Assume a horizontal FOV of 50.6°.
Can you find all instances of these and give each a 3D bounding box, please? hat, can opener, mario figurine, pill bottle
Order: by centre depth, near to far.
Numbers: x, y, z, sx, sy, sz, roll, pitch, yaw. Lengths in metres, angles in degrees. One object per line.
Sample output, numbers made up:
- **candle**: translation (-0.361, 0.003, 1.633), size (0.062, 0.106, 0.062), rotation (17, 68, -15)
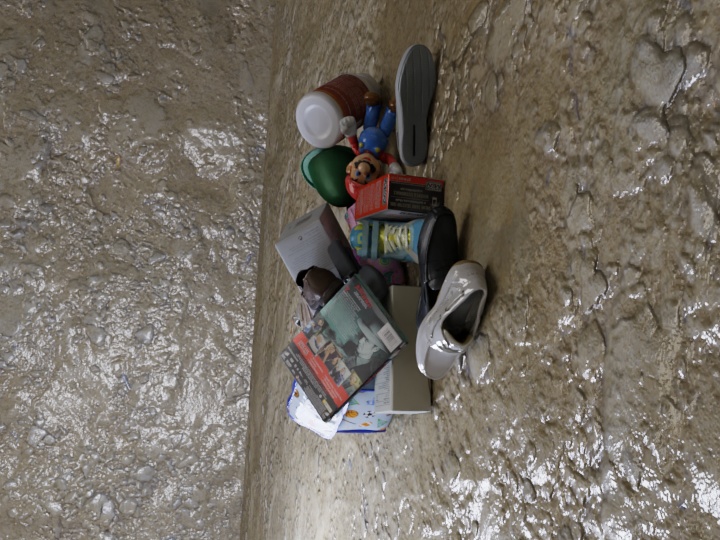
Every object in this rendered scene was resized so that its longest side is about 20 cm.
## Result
- **can opener**: translation (0.000, 0.000, 1.337), size (0.067, 0.053, 0.201), rotation (-46, 36, 13)
- **mario figurine**: translation (0.023, -0.232, 1.444), size (0.122, 0.105, 0.206), rotation (14, 90, 44)
- **hat**: translation (-0.049, -0.136, 1.549), size (0.197, 0.165, 0.180), rotation (-19, 48, 40)
- **pill bottle**: translation (-0.038, -0.335, 1.555), size (0.200, 0.110, 0.114), rotation (-44, -24, -49)

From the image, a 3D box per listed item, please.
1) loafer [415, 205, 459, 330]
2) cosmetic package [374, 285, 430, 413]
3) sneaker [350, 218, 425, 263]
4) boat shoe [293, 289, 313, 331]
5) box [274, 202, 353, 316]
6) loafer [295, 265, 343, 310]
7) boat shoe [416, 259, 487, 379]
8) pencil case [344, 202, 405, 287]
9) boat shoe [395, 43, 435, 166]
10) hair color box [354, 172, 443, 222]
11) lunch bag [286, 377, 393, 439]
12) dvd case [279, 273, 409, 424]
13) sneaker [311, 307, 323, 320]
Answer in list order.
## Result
- **loafer**: translation (0.122, 0.009, 1.136), size (0.070, 0.066, 0.207), rotation (-144, 53, -62)
- **cosmetic package**: translation (0.069, 0.136, 1.280), size (0.103, 0.071, 0.206), rotation (146, 126, -71)
- **sneaker**: translation (0.053, -0.050, 1.270), size (0.200, 0.127, 0.082), rotation (161, 114, -73)
- **boat shoe**: translation (-0.106, 0.094, 1.579), size (0.072, 0.065, 0.204), rotation (43, -156, -56)
- **box**: translation (-0.070, -0.009, 1.525), size (0.203, 0.104, 0.153), rotation (62, -169, -13)
- **loafer**: translation (-0.078, 0.019, 1.360), size (0.073, 0.071, 0.200), rotation (-49, 6, -13)
- **boat shoe**: translation (0.128, 0.085, 1.076), size (0.070, 0.069, 0.204), rotation (-105, 25, -53)
- **pencil case**: translation (0.026, -0.033, 1.417), size (0.088, 0.085, 0.205), rotation (118, 145, -56)
- **boat shoe**: translation (0.085, -0.284, 1.315), size (0.062, 0.070, 0.206), rotation (-138, 51, -67)
- **hair color box**: translation (0.062, -0.118, 1.310), size (0.199, 0.099, 0.063), rotation (176, 98, -73)
- **lunch bag**: translation (-0.028, 0.219, 1.386), size (0.172, 0.194, 0.126), rotation (113, 155, -48)
- **dvd case**: translation (-0.031, 0.129, 1.254), size (0.200, 0.022, 0.147), rotation (-47, 68, 18)
- **sneaker**: translation (-0.054, 0.121, 1.450), size (0.074, 0.082, 0.202), rotation (40, 101, 37)
